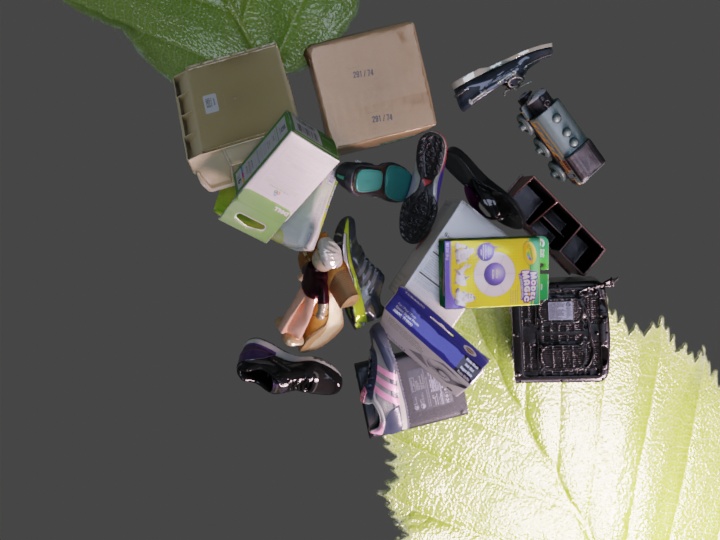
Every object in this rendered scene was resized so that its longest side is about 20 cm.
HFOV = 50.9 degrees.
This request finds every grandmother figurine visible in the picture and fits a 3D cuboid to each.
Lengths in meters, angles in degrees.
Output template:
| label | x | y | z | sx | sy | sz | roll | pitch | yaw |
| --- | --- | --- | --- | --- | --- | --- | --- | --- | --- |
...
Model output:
| label | x | y | z | sx | sy | sz | roll | pitch | yaw |
| --- | --- | --- | --- | --- | --- | --- | --- | --- | --- |
| grandmother figurine | -0.085 | 0.034 | 1.289 | 0.059 | 0.122 | 0.203 | 0 | 127 | -40 |

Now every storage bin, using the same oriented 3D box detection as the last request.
| label | x | y | z | sx | sy | sz | roll | pitch | yaw |
| --- | --- | --- | --- | --- | --- | --- | --- | --- | --- |
| storage bin | -0.202 | -0.259 | 1.277 | 0.193 | 0.094 | 0.204 | -16 | 60 | -3 |

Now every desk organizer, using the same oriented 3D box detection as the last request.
| label | x | y | z | sx | sy | sz | roll | pitch | yaw |
| --- | --- | --- | --- | --- | --- | --- | --- | --- | --- |
| desk organizer | 0.355 | -0.083 | 1.401 | 0.199 | 0.077 | 0.072 | 43 | 90 | -7 |

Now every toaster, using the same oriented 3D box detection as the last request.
| label | x | y | z | sx | sy | sz | roll | pitch | yaw |
| --- | --- | --- | --- | --- | --- | --- | --- | --- | --- |
| toaster | 0.369 | 0.103 | 1.381 | 0.194 | 0.119 | 0.187 | -3 | 96 | 15 |

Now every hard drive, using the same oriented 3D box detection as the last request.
| label | x | y | z | sx | sy | sz | roll | pitch | yaw |
| --- | --- | --- | --- | --- | --- | --- | --- | --- | --- |
| hard drive | 0.095 | 0.224 | 1.426 | 0.194 | 0.033 | 0.144 | -13 | 96 | -4 |

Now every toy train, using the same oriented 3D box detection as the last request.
| label | x | y | z | sx | sy | sz | roll | pitch | yaw |
| --- | --- | --- | --- | --- | --- | --- | --- | --- | --- |
| toy train | 0.361 | -0.243 | 1.369 | 0.085 | 0.114 | 0.202 | -37 | 97 | -1 |

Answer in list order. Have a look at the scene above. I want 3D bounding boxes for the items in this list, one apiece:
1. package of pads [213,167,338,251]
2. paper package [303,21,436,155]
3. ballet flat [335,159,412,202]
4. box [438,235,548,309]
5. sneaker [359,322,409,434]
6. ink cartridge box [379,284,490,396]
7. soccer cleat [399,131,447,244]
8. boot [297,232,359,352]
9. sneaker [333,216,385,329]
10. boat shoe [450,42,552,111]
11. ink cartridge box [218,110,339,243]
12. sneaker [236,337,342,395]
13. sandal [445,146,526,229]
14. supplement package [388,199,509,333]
| label | x | y | z | sx | sy | sz | roll | pitch | yaw |
| --- | --- | --- | --- | --- | --- | --- | --- | --- | --- |
| package of pads | -0.149 | -0.134 | 1.324 | 0.196 | 0.068 | 0.158 | 21 | 92 | 18 |
| paper package | 0.016 | -0.318 | 1.338 | 0.194 | 0.103 | 0.196 | -15 | 98 | -4 |
| ballet flat | 0.024 | -0.161 | 1.342 | 0.072 | 0.198 | 0.076 | 1 | 92 | 36 |
| box | 0.233 | 0.002 | 1.294 | 0.194 | 0.048 | 0.121 | -3 | 97 | -9 |
| sneaker | 0.032 | 0.201 | 1.367 | 0.080 | 0.070 | 0.206 | -14 | 94 | -6 |
| ink cartridge box | 0.120 | 0.127 | 1.310 | 0.198 | 0.201 | 0.041 | 41 | 74 | 10 |
| soccer cleat | 0.119 | -0.149 | 1.369 | 0.066 | 0.073 | 0.206 | 14 | 105 | 14 |
| boot | -0.081 | 0.041 | 1.376 | 0.202 | 0.070 | 0.146 | -52 | 58 | 38 |
| sneaker | 0.000 | 0.000 | 1.388 | 0.079 | 0.074 | 0.206 | -13 | 99 | -17 |
| boat shoe | 0.262 | -0.352 | 1.371 | 0.196 | 0.075 | 0.063 | -24 | 95 | -1 |
| ink cartridge box | -0.136 | -0.147 | 1.216 | 0.102 | 0.060 | 0.200 | 25 | 122 | -37 |
| sneaker | -0.130 | 0.199 | 1.368 | 0.195 | 0.088 | 0.077 | 18 | 122 | -3 |
| sandal | 0.218 | -0.138 | 1.385 | 0.200 | 0.075 | 0.048 | 43 | 68 | 1 |
| supplement package | 0.158 | -0.012 | 1.367 | 0.118 | 0.121 | 0.202 | 35 | 91 | -8 |
